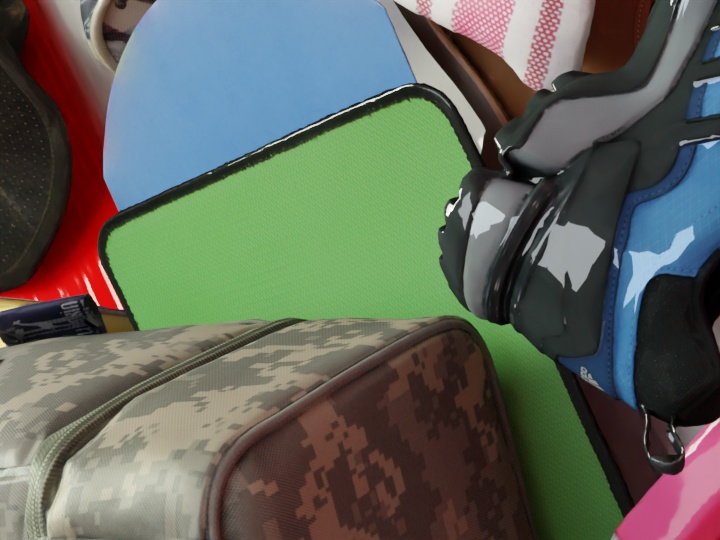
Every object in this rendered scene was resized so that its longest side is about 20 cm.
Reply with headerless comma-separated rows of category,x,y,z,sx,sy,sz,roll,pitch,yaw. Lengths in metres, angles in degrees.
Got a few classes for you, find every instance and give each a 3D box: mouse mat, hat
mouse mat,0.009,0.057,0.746,0.161,0.008,0.200,-20,94,44
hat,-0.179,-0.081,0.964,0.200,0.081,0.201,19,137,19

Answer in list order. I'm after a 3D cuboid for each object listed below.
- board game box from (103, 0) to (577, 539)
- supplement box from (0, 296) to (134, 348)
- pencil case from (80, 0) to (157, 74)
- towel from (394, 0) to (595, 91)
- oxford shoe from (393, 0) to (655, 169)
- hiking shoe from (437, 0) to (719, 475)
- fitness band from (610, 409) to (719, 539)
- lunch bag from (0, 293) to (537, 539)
board game box,0.000,0.000,0.775,0.158,0.039,0.200,-22,92,52
supplement box,-0.118,0.109,0.864,0.131,0.103,0.200,5,88,48
pencil case,-0.087,-0.151,0.876,0.078,0.089,0.200,-31,56,3
towel,-0.010,-0.145,0.684,0.200,0.030,0.147,33,136,30
oxford shoe,0.054,-0.075,0.739,0.071,0.071,0.200,-37,66,20
hiking shoe,0.111,-0.049,0.650,0.087,0.074,0.200,39,91,18
fitness band,0.138,0.082,0.624,0.200,0.037,0.144,-50,54,22
lunch bag,-0.044,0.111,0.712,0.167,0.139,0.200,-5,107,36
